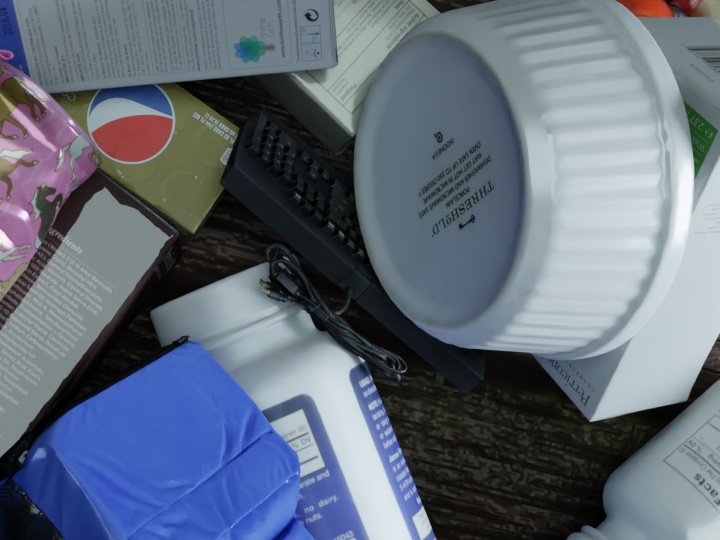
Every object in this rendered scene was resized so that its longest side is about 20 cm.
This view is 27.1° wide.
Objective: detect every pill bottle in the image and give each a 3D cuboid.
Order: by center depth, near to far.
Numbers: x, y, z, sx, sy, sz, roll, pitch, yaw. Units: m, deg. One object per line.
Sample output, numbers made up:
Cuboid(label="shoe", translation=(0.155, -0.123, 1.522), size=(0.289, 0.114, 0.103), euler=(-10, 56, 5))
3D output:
Cuboid(label="pill bottle", translation=(-0.041, 0.100, 0.844), size=(0.119, 0.120, 0.202), euler=(-21, 89, -10))
Cuboid(label="pill bottle", translation=(0.208, 0.145, 0.884), size=(0.199, 0.114, 0.115), euler=(-38, 92, -10))

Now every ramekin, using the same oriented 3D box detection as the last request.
Cuboid(label="ramekin", translation=(0.076, -0.050, 0.799), size=(0.093, 0.202, 0.205), euler=(-5, 86, -33))

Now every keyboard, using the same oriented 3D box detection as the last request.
Cuboid(label="keyboard", translation=(0.000, 0.000, 0.846), size=(0.200, 0.021, 0.128), euler=(40, 37, -21))

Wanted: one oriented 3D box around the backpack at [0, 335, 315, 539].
Cuboid(label="backpack", translation=(-0.132, 0.165, 0.746), size=(0.168, 0.162, 0.200), euler=(51, 119, 10))

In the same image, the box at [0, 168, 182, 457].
Cuboid(label="box", translation=(-0.185, 0.044, 0.833), size=(0.075, 0.100, 0.201), euler=(35, 82, -1))

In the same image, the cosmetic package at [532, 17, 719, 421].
Cuboid(label="cosmetic package", translation=(0.162, -0.028, 0.834), size=(0.084, 0.108, 0.201), euler=(-7, 130, -35))

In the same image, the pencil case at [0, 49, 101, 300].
Cuboid(label="pencil case", translation=(-0.218, -0.013, 0.752), size=(0.082, 0.087, 0.201), euler=(30, 76, 31))

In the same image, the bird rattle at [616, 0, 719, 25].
Cuboid(label="bird rattle", translation=(0.188, -0.150, 0.914), size=(0.161, 0.113, 0.202), euler=(-5, 83, 7))

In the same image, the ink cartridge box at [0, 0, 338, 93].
Cuboid(label="ink cartridge box", translation=(-0.114, -0.154, 0.784), size=(0.198, 0.120, 0.042), euler=(-7, 45, -5))

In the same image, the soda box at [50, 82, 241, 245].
Cuboid(label="soda box", translation=(-0.162, -0.101, 0.866), size=(0.199, 0.064, 0.068), euler=(35, 81, -5))

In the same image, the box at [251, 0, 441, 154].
Cuboid(label="box", translation=(-0.052, -0.172, 0.882), size=(0.200, 0.078, 0.095), euler=(44, 80, -4))
